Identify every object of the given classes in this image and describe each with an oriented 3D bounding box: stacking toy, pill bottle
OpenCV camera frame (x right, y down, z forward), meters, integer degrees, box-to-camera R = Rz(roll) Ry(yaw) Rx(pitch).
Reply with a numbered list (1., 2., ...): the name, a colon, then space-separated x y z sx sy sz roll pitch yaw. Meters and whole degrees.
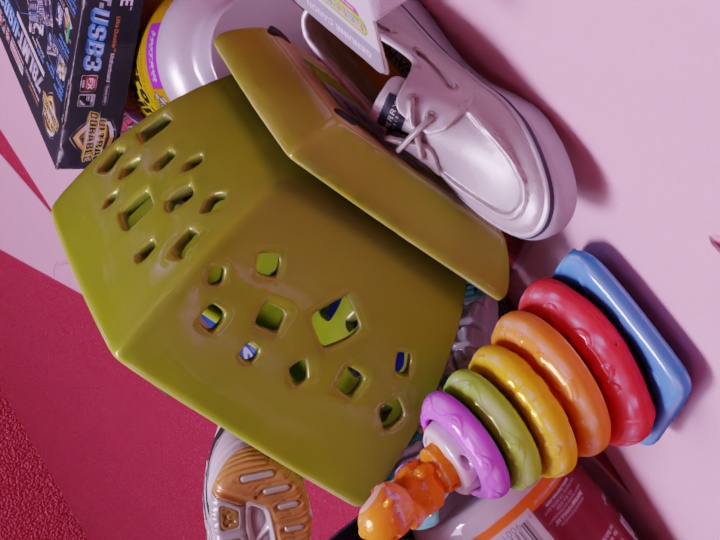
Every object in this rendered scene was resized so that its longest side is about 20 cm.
1. stacking toy: 0.076 0.088 1.282 0.110 0.199 0.116 51 163 15
2. pill bottle: 0.135 0.206 1.465 0.200 0.114 0.114 51 164 -10
3. pill bottle: -0.096 -0.141 1.504 0.105 0.104 0.200 60 162 -14

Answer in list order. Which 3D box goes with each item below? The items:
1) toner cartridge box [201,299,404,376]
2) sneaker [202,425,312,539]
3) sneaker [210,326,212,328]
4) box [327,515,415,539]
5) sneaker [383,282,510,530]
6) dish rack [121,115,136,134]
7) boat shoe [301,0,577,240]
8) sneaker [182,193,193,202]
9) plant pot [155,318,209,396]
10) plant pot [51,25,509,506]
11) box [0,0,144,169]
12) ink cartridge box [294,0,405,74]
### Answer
1. toner cartridge box: -0.054 0.015 1.550 0.200 0.095 0.043 45 150 33
2. sneaker: -0.057 0.177 1.388 0.088 0.075 0.201 -108 17 -61
3. sneaker: -0.041 0.083 1.639 0.071 0.073 0.200 26 167 34
4. box: 0.042 0.268 1.502 0.200 0.117 0.197 53 -174 13
5. sneaker: 0.067 0.085 1.402 0.077 0.201 0.091 -16 129 32
6. dish rack: -0.166 -0.126 1.815 0.201 0.054 0.153 62 164 -23
7. boat shoe: 0.037 -0.087 1.264 0.200 0.070 0.071 51 133 27
8. sneaker: -0.094 -0.048 1.492 0.085 0.200 0.078 -7 112 49
9. plant pot: -0.155 0.039 1.914 0.201 0.093 0.201 50 -178 -3
10. plant pot: -0.040 -0.016 1.344 0.200 0.182 0.199 33 -168 -31
11. box: -0.196 -0.205 1.544 0.200 0.049 0.199 -119 33 -46
12. ink cartridge box: -0.025 -0.227 1.186 0.200 0.084 0.176 45 159 35
